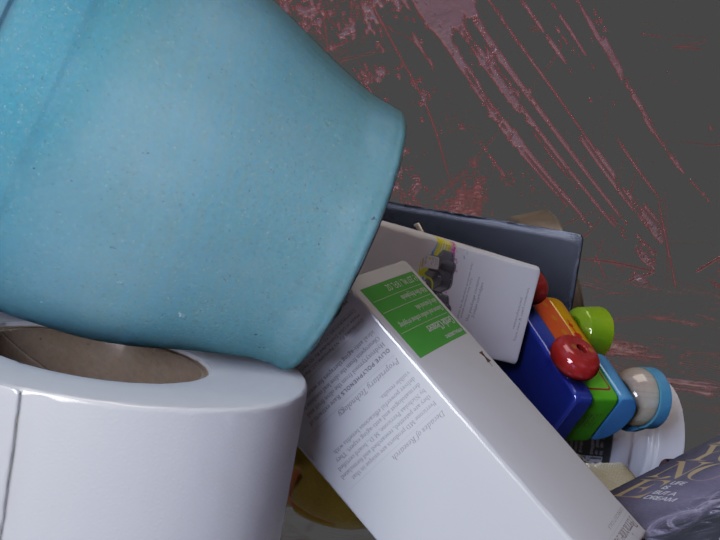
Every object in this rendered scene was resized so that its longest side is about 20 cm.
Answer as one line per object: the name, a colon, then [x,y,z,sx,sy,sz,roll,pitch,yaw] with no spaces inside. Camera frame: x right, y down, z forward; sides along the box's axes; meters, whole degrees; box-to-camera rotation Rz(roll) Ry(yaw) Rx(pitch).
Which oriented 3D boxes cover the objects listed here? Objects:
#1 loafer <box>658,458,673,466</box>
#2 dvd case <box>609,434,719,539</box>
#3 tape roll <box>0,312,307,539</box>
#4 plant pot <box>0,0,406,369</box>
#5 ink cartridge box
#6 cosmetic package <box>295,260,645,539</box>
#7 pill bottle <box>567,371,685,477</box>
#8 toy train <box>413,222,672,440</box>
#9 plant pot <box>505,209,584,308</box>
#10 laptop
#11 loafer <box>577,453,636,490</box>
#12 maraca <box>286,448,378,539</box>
loafer: [0.244,0.140,1.008,0.072,0.063,0.200,15,-19,-20]
dvd case: [0.226,0.124,0.898,0.199,0.016,0.148,-18,9,-36]
tape roll: [-0.134,0.101,0.719,0.202,0.140,0.203,10,9,-2]
plant pot: [-0.088,-0.052,0.716,0.187,0.201,0.200,24,3,-11]
ink cartridge box: [0.000,0.000,0.982,0.199,0.068,0.115,15,1,-37]
cosmetic package: [0.046,0.099,0.815,0.200,0.085,0.108,47,18,8]
pill bottle: [0.126,0.115,1.133,0.199,0.116,0.116,8,6,-17]
toy train: [0.125,0.035,1.077,0.115,0.085,0.200,6,39,-36]
plant pot: [0.113,0.050,1.521,0.173,0.201,0.200,-7,8,-6]
laptop: [0.080,0.051,1.288,0.186,0.116,0.200,10,-25,11]
loafer: [0.157,0.158,0.993,0.075,0.069,0.200,4,7,-35]
maraca: [-0.013,0.104,0.938,0.107,0.137,0.200,-33,35,0]
